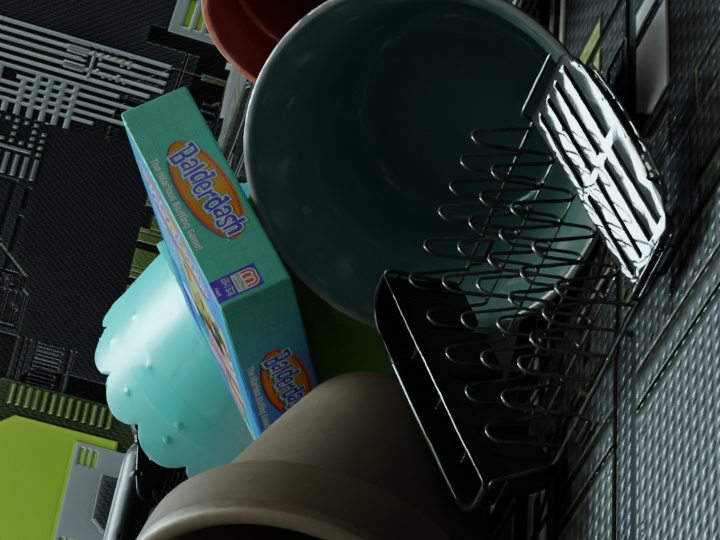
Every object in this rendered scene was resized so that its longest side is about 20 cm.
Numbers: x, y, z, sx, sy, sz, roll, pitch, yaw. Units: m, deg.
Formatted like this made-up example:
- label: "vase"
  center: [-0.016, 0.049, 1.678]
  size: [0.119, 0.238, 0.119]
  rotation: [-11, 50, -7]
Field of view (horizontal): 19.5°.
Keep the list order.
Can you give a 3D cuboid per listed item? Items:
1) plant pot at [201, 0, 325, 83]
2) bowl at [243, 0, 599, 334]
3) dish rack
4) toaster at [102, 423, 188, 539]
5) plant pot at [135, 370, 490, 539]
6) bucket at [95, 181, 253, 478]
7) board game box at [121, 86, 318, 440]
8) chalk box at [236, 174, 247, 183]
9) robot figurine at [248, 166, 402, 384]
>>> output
- label: "plant pot"
  center: [-0.015, -0.280, 1.847]
  size: [0.201, 0.201, 0.195]
  rotation: [118, 173, -53]
- label: "bowl"
  center: [0.047, -0.073, 1.150]
  size: [0.105, 0.201, 0.201]
  rotation: [-49, -19, -64]
- label: "dish rack"
  center: [0.080, 0.001, 1.024]
  size: [0.154, 0.054, 0.200]
  rotation: [64, 143, 41]
- label: "toaster"
  center: [-0.105, 0.220, 1.516]
  size: [0.119, 0.181, 0.200]
  rotation: [124, 159, -69]
- label: "plant pot"
  center: [-0.005, 0.148, 1.096]
  size: [0.175, 0.200, 0.200]
  rotation: [-60, -5, -51]
- label: "bucket"
  center: [-0.069, 0.047, 1.460]
  size: [0.135, 0.207, 0.207]
  rotation: [-52, 21, 38]
- label: "board game box"
  center: [-0.075, 0.012, 1.225]
  size: [0.200, 0.045, 0.152]
  rotation: [78, 165, -57]
- label: "chalk box"
  center: [-0.079, 0.005, 1.908]
  size: [0.200, 0.125, 0.124]
  rotation: [-84, 14, -52]
- label: "robot figurine"
  center: [0.000, 0.000, 1.285]
  size: [0.176, 0.116, 0.200]
  rotation: [-99, -12, -65]
